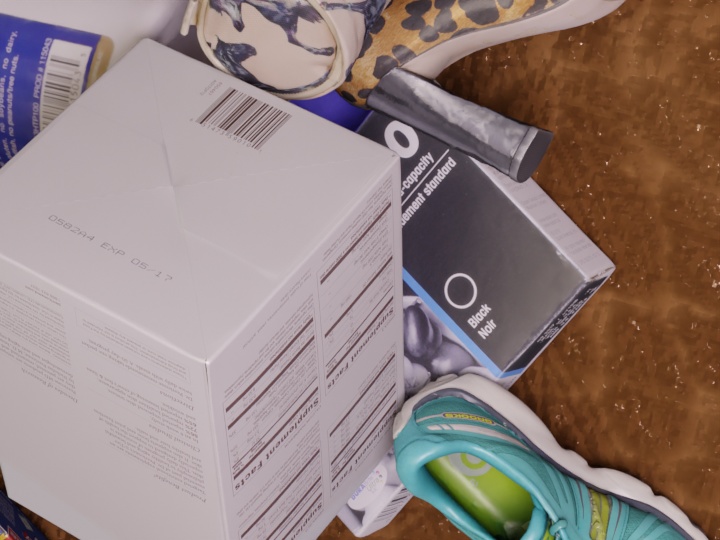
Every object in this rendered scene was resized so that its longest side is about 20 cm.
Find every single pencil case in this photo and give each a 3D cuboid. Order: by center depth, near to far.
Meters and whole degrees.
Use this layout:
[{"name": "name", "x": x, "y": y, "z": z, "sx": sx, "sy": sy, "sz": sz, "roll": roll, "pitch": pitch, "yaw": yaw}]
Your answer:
[{"name": "pencil case", "x": -0.011, "y": -0.171, "z": 1.041, "sx": 0.089, "sy": 0.201, "sz": 0.078, "roll": 19, "pitch": 143, "yaw": 12}]

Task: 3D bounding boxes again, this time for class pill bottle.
[{"name": "pill bottle", "x": -0.179, "y": -0.108, "z": 1.137, "sx": 0.199, "sy": 0.120, "sz": 0.121, "roll": 15, "pitch": 102, "yaw": 23}]

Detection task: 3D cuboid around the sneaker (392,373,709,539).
[{"name": "sneaker", "x": 0.097, "y": 0.134, "z": 1.067, "sx": 0.199, "sy": 0.080, "sz": 0.078, "roll": 33, "pitch": 113, "yaw": -2}]

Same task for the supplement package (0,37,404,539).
[{"name": "supplement package", "x": -0.080, "y": 0.031, "z": 1.026, "sx": 0.151, "sy": 0.151, "sz": 0.201, "roll": 26, "pitch": 143, "yaw": 24}]

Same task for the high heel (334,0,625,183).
[{"name": "high heel", "x": 0.063, "y": -0.159, "z": 1.058, "sx": 0.142, "sy": 0.071, "sz": 0.201, "roll": 29, "pitch": 91, "yaw": 22}]

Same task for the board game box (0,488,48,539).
[{"name": "board game box", "x": -0.293, "y": 0.175, "z": 1.209, "sx": 0.199, "sy": 0.062, "sz": 0.200, "roll": -38, "pitch": 112, "yaw": 3}]

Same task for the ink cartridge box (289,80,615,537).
[{"name": "ink cartridge box", "x": 0.000, "y": 0.000, "z": 1.137, "sx": 0.200, "sy": 0.043, "sz": 0.198, "roll": 47, "pitch": 114, "yaw": 16}]
